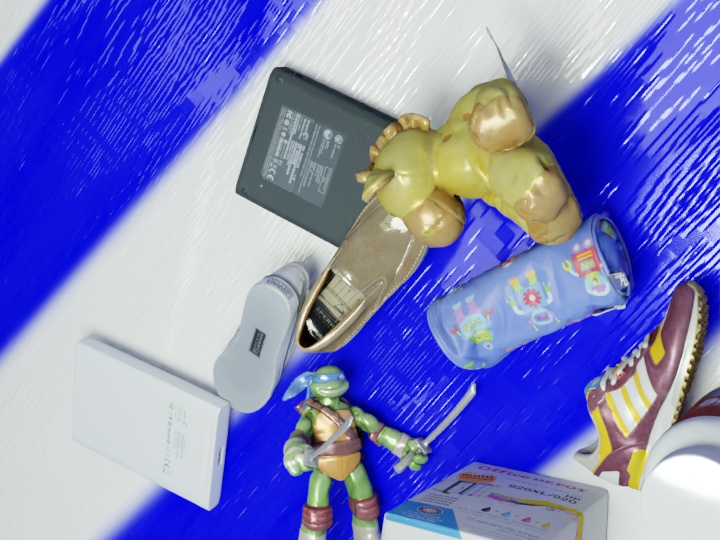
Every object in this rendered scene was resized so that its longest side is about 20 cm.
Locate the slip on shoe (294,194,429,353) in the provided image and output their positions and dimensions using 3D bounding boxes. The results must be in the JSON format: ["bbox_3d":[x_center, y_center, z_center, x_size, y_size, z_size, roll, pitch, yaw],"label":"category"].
[{"bbox_3d":[0.000,0.000,1.270,0.076,0.060,0.200,44,115,11],"label":"slip on shoe"}]

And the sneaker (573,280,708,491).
[{"bbox_3d":[0.247,0.099,1.181,0.089,0.075,0.202,18,105,20],"label":"sneaker"}]

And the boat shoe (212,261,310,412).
[{"bbox_3d":[-0.094,0.071,1.370,0.073,0.065,0.201,38,135,7],"label":"boat shoe"}]

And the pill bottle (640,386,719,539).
[{"bbox_3d":[0.299,0.166,1.090,0.111,0.200,0.114,5,101,27],"label":"pill bottle"}]

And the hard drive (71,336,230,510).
[{"bbox_3d":[-0.236,0.169,1.474,0.199,0.027,0.133,21,118,24],"label":"hard drive"}]

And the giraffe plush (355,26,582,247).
[{"bbox_3d":[0.083,-0.090,1.162,0.161,0.172,0.201,-28,66,11],"label":"giraffe plush"}]

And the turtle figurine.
[{"bbox_3d":[-0.005,0.201,1.298,0.198,0.144,0.196,7,105,31],"label":"turtle figurine"}]

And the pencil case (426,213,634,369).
[{"bbox_3d":[0.159,0.025,1.216,0.199,0.078,0.087,-28,91,29],"label":"pencil case"}]

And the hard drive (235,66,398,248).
[{"bbox_3d":[-0.022,-0.100,1.321,0.199,0.033,0.141,28,110,23],"label":"hard drive"}]

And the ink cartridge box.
[{"bbox_3d":[0.123,0.277,1.206,0.146,0.199,0.146,9,100,27],"label":"ink cartridge box"}]
